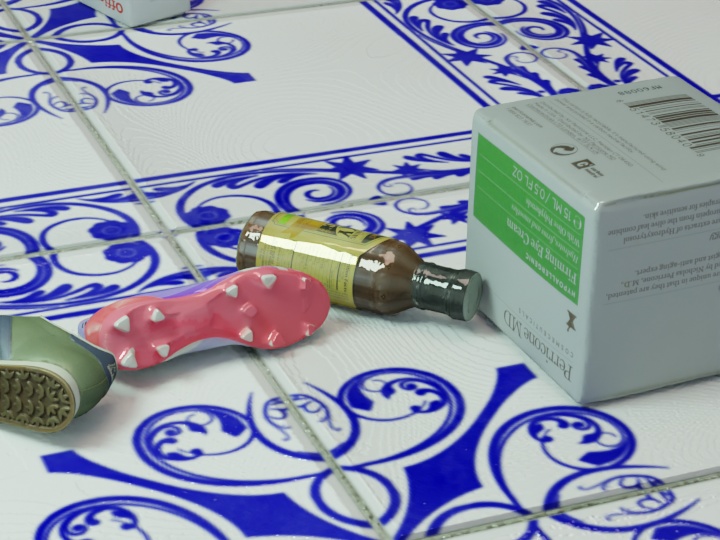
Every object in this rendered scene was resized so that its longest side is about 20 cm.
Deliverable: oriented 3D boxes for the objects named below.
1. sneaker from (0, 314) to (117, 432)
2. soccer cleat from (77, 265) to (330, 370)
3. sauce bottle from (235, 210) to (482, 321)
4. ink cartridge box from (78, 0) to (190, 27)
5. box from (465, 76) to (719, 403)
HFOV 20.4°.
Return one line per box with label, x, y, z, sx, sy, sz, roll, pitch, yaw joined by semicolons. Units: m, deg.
sneaker;-0.270;0.065;1.476;0.200;0.067;0.090;15;23;24
soccer cleat;-0.120;0.034;1.541;0.200;0.067;0.076;-13;14;-29
sauce bottle;0.000;0.000;1.608;0.200;0.065;0.065;14;30;20
ink cartridge box;-0.265;-0.385;2.197;0.084;0.200;0.145;-23;35;-33
box;0.210;-0.029;1.555;0.200;0.172;0.199;-12;30;-22
